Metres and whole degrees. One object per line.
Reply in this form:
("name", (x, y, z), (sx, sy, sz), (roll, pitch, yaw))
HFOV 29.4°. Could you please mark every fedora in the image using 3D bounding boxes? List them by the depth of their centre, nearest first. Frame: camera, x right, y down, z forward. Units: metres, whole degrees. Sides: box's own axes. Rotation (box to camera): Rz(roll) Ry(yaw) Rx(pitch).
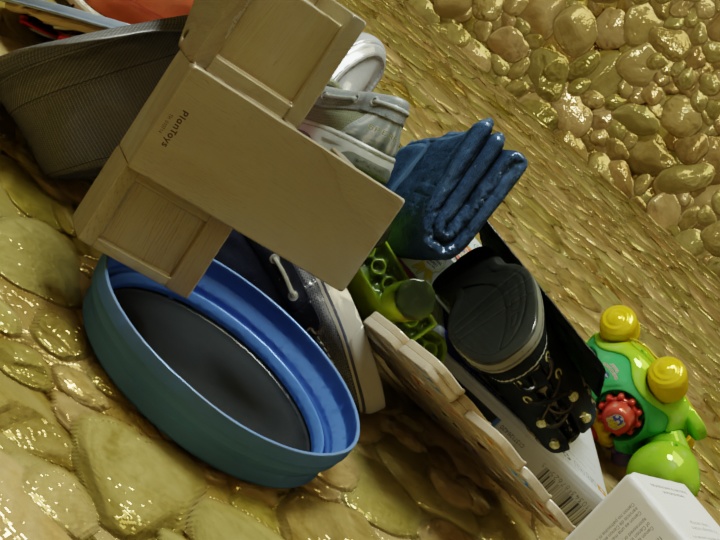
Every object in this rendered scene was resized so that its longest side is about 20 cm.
("fedora", (-0.179, -0.118, 0.985), (0.199, 0.176, 0.091), (-22, 97, -47))

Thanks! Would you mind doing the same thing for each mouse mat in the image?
("mouse mat", (0.144, 0.030, 1.105), (0.161, 0.008, 0.200), (52, 1, 14))

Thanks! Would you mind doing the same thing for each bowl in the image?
("bowl", (-0.089, 0.058, 0.871), (0.200, 0.039, 0.201), (36, 17, -13))

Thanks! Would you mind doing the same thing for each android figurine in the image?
("android figurine", (0.000, 0.000, 1.063), (0.183, 0.041, 0.200), (57, -13, -3))

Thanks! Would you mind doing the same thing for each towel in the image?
("towel", (0.050, -0.059, 1.067), (0.048, 0.112, 0.200), (39, -9, -15))

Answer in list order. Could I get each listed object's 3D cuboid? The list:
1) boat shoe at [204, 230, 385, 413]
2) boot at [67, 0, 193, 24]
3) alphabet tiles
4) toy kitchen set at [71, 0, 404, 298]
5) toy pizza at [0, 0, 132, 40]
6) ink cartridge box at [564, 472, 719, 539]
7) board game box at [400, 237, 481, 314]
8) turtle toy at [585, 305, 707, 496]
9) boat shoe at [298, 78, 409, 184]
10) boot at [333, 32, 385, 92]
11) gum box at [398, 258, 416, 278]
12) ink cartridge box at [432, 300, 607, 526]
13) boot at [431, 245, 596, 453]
("boat shoe", (-0.057, 0.023, 0.997), (0.075, 0.092, 0.201), (163, -96, -83))
("boot", (-0.210, -0.271, 1.335), (0.199, 0.107, 0.075), (34, 19, -14))
("alphabet tiles", (0.076, 0.110, 0.997), (0.200, 0.015, 0.195), (52, -9, -35))
("toy kitchen set", (-0.073, -0.092, 0.899), (0.163, 0.201, 0.181), (31, 9, -26))
("toy pizza", (-0.214, -0.198, 1.182), (0.199, 0.032, 0.200), (15, 6, -2))
("ink cartridge box", (0.191, 0.246, 0.818), (0.084, 0.145, 0.200), (19, 27, -50))
("board game box", (0.117, 0.036, 1.187), (0.200, 0.034, 0.134), (49, 15, 0))
("turtle toy", (0.264, 0.139, 1.317), (0.200, 0.101, 0.146), (53, -8, 39))
("boat shoe", (-0.019, -0.126, 1.073), (0.074, 0.065, 0.202), (24, 8, -27))
("boot", (-0.028, -0.121, 1.196), (0.095, 0.200, 0.074), (34, -18, 37))
("gum box", (-0.021, -0.060, 1.272), (0.113, 0.066, 0.200), (28, 20, -40))
("ink cartridge box", (0.126, 0.110, 1.188), (0.197, 0.047, 0.200), (41, 13, -10))
("boot", (0.128, 0.072, 1.011), (0.154, 0.073, 0.204), (54, 4, -16))
